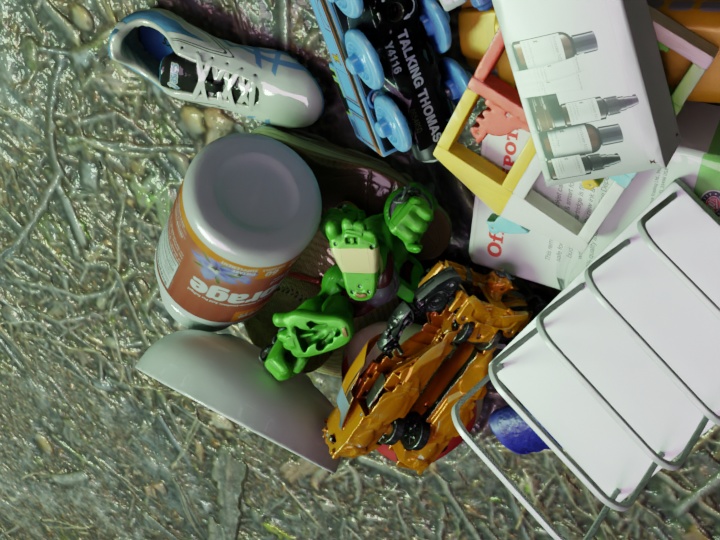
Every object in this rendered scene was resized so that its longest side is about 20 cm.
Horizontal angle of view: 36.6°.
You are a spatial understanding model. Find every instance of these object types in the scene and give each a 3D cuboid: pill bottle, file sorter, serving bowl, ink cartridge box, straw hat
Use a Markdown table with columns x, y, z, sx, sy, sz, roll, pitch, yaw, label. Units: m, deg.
| x | y | z | sx | sy | sz | roll | pitch | yaw | label |
| --- | --- | --- | --- | --- | --- | --- | --- | --- | --- |
| -0.111 | -0.021 | 0.915 | 0.112 | 0.112 | 0.200 | 39 | 150 | 0 | pill bottle |
| 0.176 | 0.067 | 0.721 | 0.139 | 0.124 | 0.200 | 47 | 121 | 10 | file sorter |
| -0.096 | 0.105 | 0.963 | 0.199 | 0.066 | 0.200 | 28 | 171 | 5 | serving bowl |
| 0.192 | -0.055 | 0.808 | 0.198 | 0.084 | 0.147 | 18 | 129 | 18 | ink cartridge box |
| -0.061 | 0.049 | 1.034 | 0.199 | 0.085 | 0.203 | 16 | 130 | 20 | straw hat |

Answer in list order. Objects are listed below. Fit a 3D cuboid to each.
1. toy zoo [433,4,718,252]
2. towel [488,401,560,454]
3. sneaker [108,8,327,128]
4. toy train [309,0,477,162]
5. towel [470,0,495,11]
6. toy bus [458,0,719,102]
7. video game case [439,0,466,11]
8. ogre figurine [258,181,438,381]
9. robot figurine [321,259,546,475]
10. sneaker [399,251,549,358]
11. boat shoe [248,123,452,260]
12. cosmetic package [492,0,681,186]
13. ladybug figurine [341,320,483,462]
| x | y | z | sx | sy | sz | roll | pitch | yaw | label |
| --- | --- | --- | --- | --- | --- | --- | --- | --- | --- |
| 0.132 | -0.100 | 0.741 | 0.131 | 0.020 | 0.201 | 34 | 129 | 7 | toy zoo |
| 0.217 | 0.104 | 0.861 | 0.199 | 0.147 | 0.050 | -23 | 76 | 31 | towel |
| -0.123 | -0.164 | 0.926 | 0.198 | 0.073 | 0.072 | 23 | 130 | 13 | sneaker |
| 0.014 | -0.175 | 0.799 | 0.114 | 0.086 | 0.201 | 40 | 157 | 58 | toy train |
| 0.044 | -0.270 | 0.700 | 0.024 | 0.145 | 0.201 | -23 | 108 | 24 | towel |
| 0.161 | -0.162 | 0.753 | 0.198 | 0.078 | 0.066 | 8 | 126 | 26 | toy bus |
| 0.019 | -0.278 | 0.700 | 0.018 | 0.144 | 0.201 | -23 | 115 | 20 | video game case |
| 0.000 | 0.000 | 0.870 | 0.097 | 0.120 | 0.202 | 24 | 119 | 9 | ogre figurine |
| 0.057 | 0.074 | 0.866 | 0.144 | 0.058 | 0.201 | 17 | 117 | -34 | robot figurine |
| 0.113 | 0.051 | 0.945 | 0.198 | 0.067 | 0.091 | 22 | 129 | 12 | sneaker |
| -0.010 | -0.074 | 0.943 | 0.199 | 0.063 | 0.074 | 21 | 120 | 7 | boat shoe |
| 0.129 | -0.156 | 0.662 | 0.082 | 0.051 | 0.202 | -8 | 113 | 31 | cosmetic package |
| 0.044 | 0.122 | 1.004 | 0.134 | 0.072 | 0.201 | 8 | 147 | 16 | ladybug figurine |
